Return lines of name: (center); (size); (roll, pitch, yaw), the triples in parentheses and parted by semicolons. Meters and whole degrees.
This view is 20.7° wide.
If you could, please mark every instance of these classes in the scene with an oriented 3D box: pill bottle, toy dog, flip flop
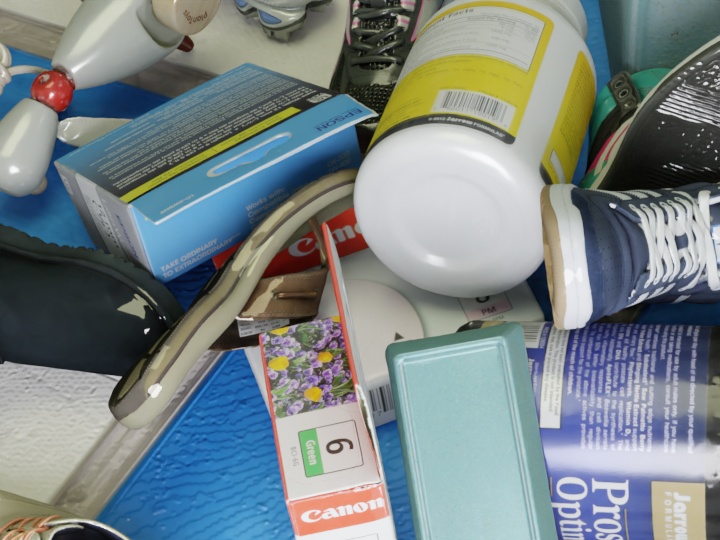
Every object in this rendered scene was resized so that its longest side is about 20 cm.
pill bottle: (0.144, 0.083, 0.994); (0.198, 0.112, 0.112); (1, 47, 13)
pill bottle: (0.072, -0.086, 1.115); (0.111, 0.113, 0.201); (5, 40, 16)
toy dog: (-0.168, -0.126, 1.290); (0.200, 0.096, 0.132); (-39, 53, -4)
flip flop: (-0.057, 0.020, 1.069); (0.058, 0.081, 0.200); (42, 57, -3)

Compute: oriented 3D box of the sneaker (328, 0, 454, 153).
sneaker: (0.015, -0.160, 1.266); (0.080, 0.087, 0.201); (-2, 47, 13)

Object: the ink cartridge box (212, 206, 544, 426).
ink cartridge box: (0.000, 0.000, 1.148); (0.161, 0.057, 0.201); (-19, 51, -6)

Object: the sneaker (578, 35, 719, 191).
sneaker: (0.183, -0.084, 1.107); (0.083, 0.200, 0.121); (29, 41, -9)

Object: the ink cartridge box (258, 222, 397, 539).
ink cartridge box: (-0.016, 0.087, 0.962); (0.050, 0.201, 0.109); (-12, 46, 0)

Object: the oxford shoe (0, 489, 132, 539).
oxford shoe: (-0.161, 0.145, 1.025); (0.199, 0.074, 0.071); (18, 53, 26)

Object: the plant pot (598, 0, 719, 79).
plant pot: (0.241, -0.217, 1.194); (0.194, 0.201, 0.197); (-6, 47, 5)

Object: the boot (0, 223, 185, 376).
boot: (-0.213, 0.057, 1.116); (0.199, 0.077, 0.168); (19, 52, 31)

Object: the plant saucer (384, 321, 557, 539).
plant saucer: (0.059, 0.129, 0.945); (0.069, 0.019, 0.202); (-10, 86, 12)

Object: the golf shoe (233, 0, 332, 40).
golf shoe: (-0.103, -0.238, 1.359); (0.199, 0.098, 0.078); (24, 57, 32)

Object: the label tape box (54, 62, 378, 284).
label tape box: (-0.080, -0.054, 1.150); (0.143, 0.067, 0.200); (-29, 24, -16)

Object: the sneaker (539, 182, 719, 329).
sneaker: (0.151, -0.012, 0.989); (0.107, 0.200, 0.071); (-5, 90, 12)
